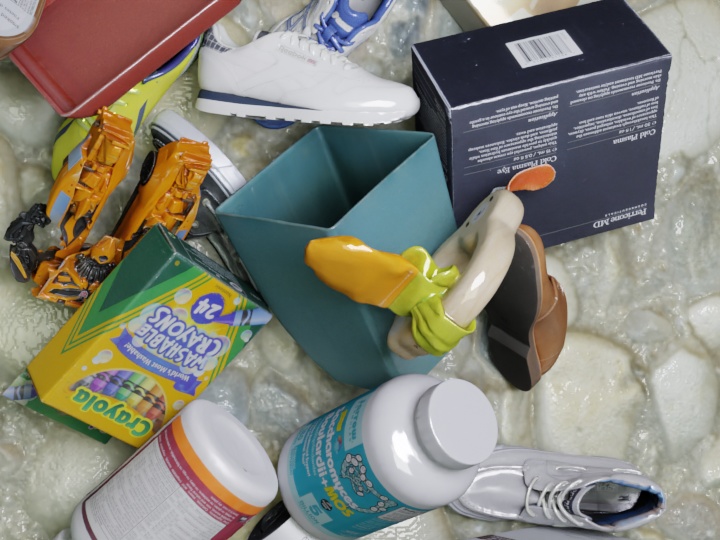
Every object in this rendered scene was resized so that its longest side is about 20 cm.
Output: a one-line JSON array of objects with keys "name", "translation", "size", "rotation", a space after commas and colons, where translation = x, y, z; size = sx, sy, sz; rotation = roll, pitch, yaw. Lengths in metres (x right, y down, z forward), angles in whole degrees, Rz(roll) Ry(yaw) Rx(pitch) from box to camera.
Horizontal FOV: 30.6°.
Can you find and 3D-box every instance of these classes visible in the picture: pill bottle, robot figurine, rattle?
[{"name": "pill bottle", "translation": [0.024, 0.152, 1.091], "size": [0.110, 0.200, 0.111], "rotation": [17, 58, -30]}, {"name": "robot figurine", "translation": [-0.212, -0.038, 1.105], "size": [0.145, 0.058, 0.200], "rotation": [17, 124, -27]}, {"name": "rattle", "translation": [0.057, -0.040, 1.035], "size": [0.143, 0.130, 0.200], "rotation": [30, 69, 1]}, {"name": "pill bottle", "translation": [-0.175, 0.212, 1.121], "size": [0.200, 0.110, 0.110], "rotation": [-42, 97, 11]}]

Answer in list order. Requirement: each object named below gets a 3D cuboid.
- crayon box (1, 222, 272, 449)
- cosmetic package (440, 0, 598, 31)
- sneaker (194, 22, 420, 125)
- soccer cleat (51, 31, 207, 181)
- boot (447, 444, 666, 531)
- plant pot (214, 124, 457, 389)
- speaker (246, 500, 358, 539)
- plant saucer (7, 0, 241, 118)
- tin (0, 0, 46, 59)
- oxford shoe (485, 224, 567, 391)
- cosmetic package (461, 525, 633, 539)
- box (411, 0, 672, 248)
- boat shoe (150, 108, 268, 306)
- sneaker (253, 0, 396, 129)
[{"name": "crayon box", "translation": [-0.187, 0.071, 1.112], "size": [0.200, 0.052, 0.126], "rotation": [-46, 134, 8]}, {"name": "cosmetic package", "translation": [0.123, -0.277, 1.207], "size": [0.105, 0.071, 0.200], "rotation": [-42, 97, -7]}, {"name": "sneaker", "translation": [-0.046, -0.164, 1.119], "size": [0.199, 0.076, 0.081], "rotation": [8, 94, 12]}, {"name": "soccer cleat", "translation": [-0.205, -0.156, 1.141], "size": [0.065, 0.084, 0.200], "rotation": [37, 83, -4]}, {"name": "boot", "translation": [0.179, 0.201, 1.209], "size": [0.199, 0.096, 0.074], "rotation": [-1, 91, -10]}, {"name": "plant pot", "translation": [0.000, 0.000, 1.130], "size": [0.141, 0.141, 0.201], "rotation": [-43, 126, -33]}, {"name": "speaker", "translation": [-0.013, 0.291, 1.185], "size": [0.081, 0.081, 0.200], "rotation": [-40, 96, -8]}, {"name": "plant saucer", "translation": [-0.204, -0.223, 1.114], "size": [0.200, 0.200, 0.037], "rotation": [-39, 139, -8]}, {"name": "tin", "translation": [-0.307, -0.263, 1.089], "size": [0.112, 0.042, 0.201], "rotation": [33, 48, -33]}, {"name": "oxford shoe", "translation": [0.152, 0.021, 1.179], "size": [0.071, 0.200, 0.071], "rotation": [-37, 55, -21]}, {"name": "cosmetic package", "translation": [0.170, 0.323, 1.140], "size": [0.199, 0.165, 0.166], "rotation": [1, 90, -40]}, {"name": "box", "translation": [0.154, -0.119, 1.154], "size": [0.199, 0.104, 0.183], "rotation": [-14, 133, -10]}, {"name": "boat shoe", "translation": [-0.128, -0.050, 1.163], "size": [0.071, 0.072, 0.200], "rotation": [-40, 99, -12]}, {"name": "sneaker", "translation": [-0.033, -0.214, 1.172], "size": [0.075, 0.088, 0.200], "rotation": [37, 86, -10]}]
